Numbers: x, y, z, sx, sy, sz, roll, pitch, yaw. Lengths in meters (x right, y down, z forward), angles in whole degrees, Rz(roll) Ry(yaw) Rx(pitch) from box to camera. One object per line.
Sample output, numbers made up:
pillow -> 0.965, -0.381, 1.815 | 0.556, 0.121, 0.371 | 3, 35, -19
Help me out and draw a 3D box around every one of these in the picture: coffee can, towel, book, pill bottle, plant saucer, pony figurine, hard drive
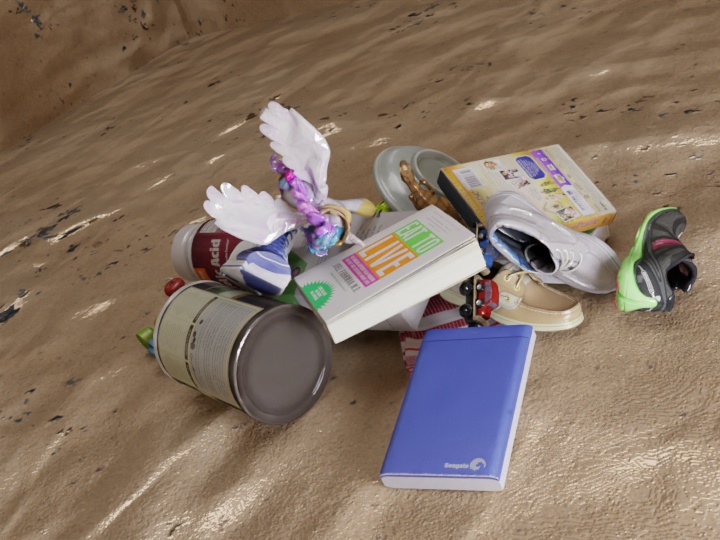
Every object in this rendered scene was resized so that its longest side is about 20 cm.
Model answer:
coffee can -> -0.153, 0.099, 1.196 | 0.146, 0.147, 0.199 | -36, 30, -30
towel -> 0.118, 0.064, 1.215 | 0.143, 0.023, 0.200 | -17, 25, 4
book -> 0.031, 0.000, 1.125 | 0.199, 0.048, 0.134 | -29, 31, -8
pill bottle -> -0.205, -0.028, 1.522 | 0.199, 0.115, 0.114 | 1, 32, 37
plant saucer -> 0.115, -0.129, 1.417 | 0.050, 0.200, 0.200 | -56, 1, 38
pony figurine -> -0.069, -0.093, 1.160 | 0.167, 0.193, 0.200 | -56, 1, 10
hard drive -> 0.108, 0.143, 1.010 | 0.131, 0.025, 0.201 | -5, 42, 28

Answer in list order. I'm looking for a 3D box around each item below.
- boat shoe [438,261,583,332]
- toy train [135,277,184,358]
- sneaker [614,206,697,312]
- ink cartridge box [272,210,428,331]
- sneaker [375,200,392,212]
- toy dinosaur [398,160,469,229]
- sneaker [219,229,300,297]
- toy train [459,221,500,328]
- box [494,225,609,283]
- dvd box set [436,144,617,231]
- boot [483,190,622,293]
boat shoe -> 0.182, 0.022, 1.166 | 0.199, 0.067, 0.074 | 15, 30, 33
toy train -> -0.295, 0.076, 1.434 | 0.116, 0.085, 0.200 | -45, 33, -18
sneaker -> 0.366, -0.007, 1.138 | 0.083, 0.077, 0.200 | 15, 41, 22
ink cartridge box -> 0.000, 0.000, 1.260 | 0.199, 0.084, 0.146 | 0, 51, 35
sneaker -> 0.056, -0.068, 1.457 | 0.074, 0.084, 0.200 | -29, 13, 33
toy dinosaur -> 0.122, -0.071, 1.299 | 0.061, 0.200, 0.106 | -55, 2, -6
sneaker -> -0.127, -0.032, 1.228 | 0.116, 0.080, 0.199 | -64, 13, -8
toy train -> 0.144, 0.032, 1.124 | 0.046, 0.034, 0.201 | -10, 63, 31
box -> 0.223, -0.031, 1.292 | 0.199, 0.037, 0.144 | 3, 29, 32
dvd box set -> 0.221, -0.098, 1.254 | 0.199, 0.029, 0.147 | -15, 52, -25
boot -> 0.232, -0.015, 1.127 | 0.074, 0.199, 0.096 | -56, 9, 30
